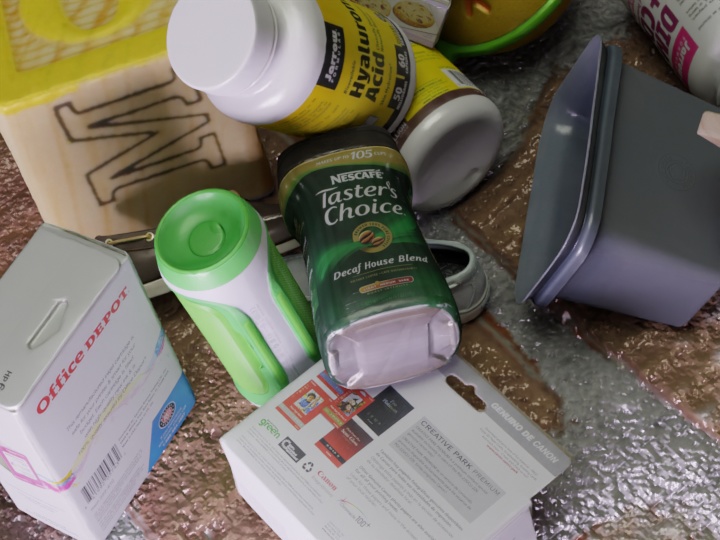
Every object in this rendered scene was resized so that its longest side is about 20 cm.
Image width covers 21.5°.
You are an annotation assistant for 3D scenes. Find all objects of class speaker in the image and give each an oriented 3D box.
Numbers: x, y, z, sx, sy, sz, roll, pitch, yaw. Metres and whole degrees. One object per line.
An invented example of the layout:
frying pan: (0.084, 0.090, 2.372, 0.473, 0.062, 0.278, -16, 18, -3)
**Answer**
speaker: (-0.082, 0.026, 1.399, 0.088, 0.201, 0.089, -10, 54, 14)

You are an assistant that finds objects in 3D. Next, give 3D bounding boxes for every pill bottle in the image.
pill bottle: (0.020, -0.147, 1.559, 0.109, 0.110, 0.200, -34, 56, -13)
pill bottle: (-0.052, -0.158, 1.416, 0.110, 0.199, 0.113, -4, 83, 33)
pill bottle: (0.295, -0.202, 1.538, 0.113, 0.114, 0.201, -25, 54, -6)

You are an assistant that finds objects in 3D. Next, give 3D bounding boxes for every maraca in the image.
maraca: (0.102, -0.236, 1.612, 0.199, 0.107, 0.138, -32, 47, 21)

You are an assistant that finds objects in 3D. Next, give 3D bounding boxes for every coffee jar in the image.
coffee jar: (0.002, -0.016, 1.393, 0.103, 0.086, 0.201, -14, 48, -5)

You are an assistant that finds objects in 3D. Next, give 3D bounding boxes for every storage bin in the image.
storage bin: (0.207, -0.051, 1.452, 0.133, 0.146, 0.202, 19, 57, -9)

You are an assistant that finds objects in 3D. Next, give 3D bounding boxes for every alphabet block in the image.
alphabet block: (-0.198, -0.163, 1.559, 0.195, 0.201, 0.197, -19, 54, -2)

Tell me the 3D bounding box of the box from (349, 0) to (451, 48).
box: (-0.024, -0.236, 1.523, 0.198, 0.042, 0.039, 22, 34, -2)

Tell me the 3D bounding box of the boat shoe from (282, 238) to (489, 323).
boat shoe: (0.000, 0.001, 1.483, 0.199, 0.072, 0.071, 0, 55, 12)

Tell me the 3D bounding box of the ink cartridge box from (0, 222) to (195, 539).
ink cartridge box: (-0.212, 0.085, 1.390, 0.084, 0.201, 0.145, 21, 62, 24)

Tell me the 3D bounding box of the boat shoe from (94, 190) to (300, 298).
boat shoe: (-0.115, -0.029, 1.521, 0.198, 0.072, 0.060, -18, 96, 2)

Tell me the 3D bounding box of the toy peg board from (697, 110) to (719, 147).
toy peg board: (0.354, -0.026, 1.371, 0.198, 0.199, 0.099, 18, 91, 32)

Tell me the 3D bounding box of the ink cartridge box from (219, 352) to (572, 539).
ink cartridge box: (0.030, 0.150, 1.367, 0.175, 0.084, 0.200, -37, 57, -17)
